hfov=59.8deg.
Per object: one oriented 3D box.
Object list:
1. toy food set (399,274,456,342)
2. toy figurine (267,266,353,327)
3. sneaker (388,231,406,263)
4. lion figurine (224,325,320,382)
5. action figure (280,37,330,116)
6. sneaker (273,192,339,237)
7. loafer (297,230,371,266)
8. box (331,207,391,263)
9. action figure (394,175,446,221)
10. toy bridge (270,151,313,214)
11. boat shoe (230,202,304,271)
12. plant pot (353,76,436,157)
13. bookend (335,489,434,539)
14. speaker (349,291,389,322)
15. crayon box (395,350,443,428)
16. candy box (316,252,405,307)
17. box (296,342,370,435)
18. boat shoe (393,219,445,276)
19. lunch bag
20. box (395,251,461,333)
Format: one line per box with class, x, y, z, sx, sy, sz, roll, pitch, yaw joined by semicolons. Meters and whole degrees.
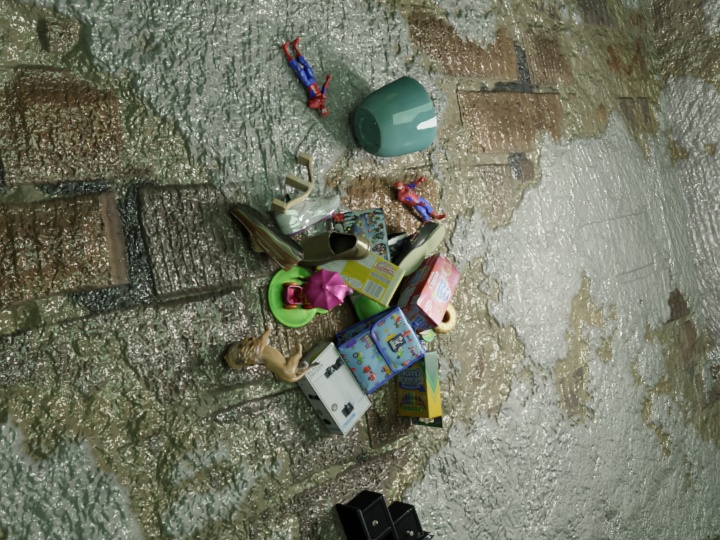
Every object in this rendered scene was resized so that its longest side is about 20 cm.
toy food set;0.186;0.099;1.779;0.196;0.048;0.203;-18;96;-39
toy figurine;-0.090;0.056;1.477;0.198;0.183;0.153;6;81;-38
sneaker;0.062;-0.039;1.685;0.198;0.075;0.089;-21;102;-39
lion figurine;-0.197;0.202;1.408;0.198;0.073;0.123;24;36;3
action figure;-0.119;-0.492;1.586;0.065;0.098;0.202;-36;109;-34
sneaker;-0.130;-0.159;1.543;0.199;0.074;0.101;-32;100;-38
loafer;-0.074;-0.060;1.506;0.068;0.197;0.077;53;33;-60
box;0.005;-0.053;1.589;0.135;0.040;0.203;-8;73;-2
action figure;0.182;-0.195;1.778;0.199;0.098;0.066;34;63;-28
toy bridge;-0.150;-0.210;1.518;0.066;0.027;0.202;23;51;-2
boat shoe;-0.224;-0.072;1.453;0.199;0.076;0.074;40;104;-8
plant pot;0.078;-0.396;1.674;0.159;0.200;0.203;-25;100;-26
bookend;0.065;0.634;1.582;0.199;0.091;0.202;-24;99;-39
speaker;0.042;0.121;1.637;0.088;0.088;0.202;-35;105;-36
crayon box;0.153;0.318;1.673;0.051;0.125;0.204;-2;85;-38
candy box;0.000;0.000;1.536;0.198;0.026;0.103;28;75;11
box;-0.072;0.290;1.539;0.116;0.060;0.202;-41;109;-35
boat shoe;0.148;-0.060;1.700;0.201;0.063;0.074;-46;146;-25
lunch bag;0.059;0.186;1.573;0.198;0.094;0.152;-31;107;5
box;0.179;0.059;1.672;0.095;0.099;0.201;45;50;-18
